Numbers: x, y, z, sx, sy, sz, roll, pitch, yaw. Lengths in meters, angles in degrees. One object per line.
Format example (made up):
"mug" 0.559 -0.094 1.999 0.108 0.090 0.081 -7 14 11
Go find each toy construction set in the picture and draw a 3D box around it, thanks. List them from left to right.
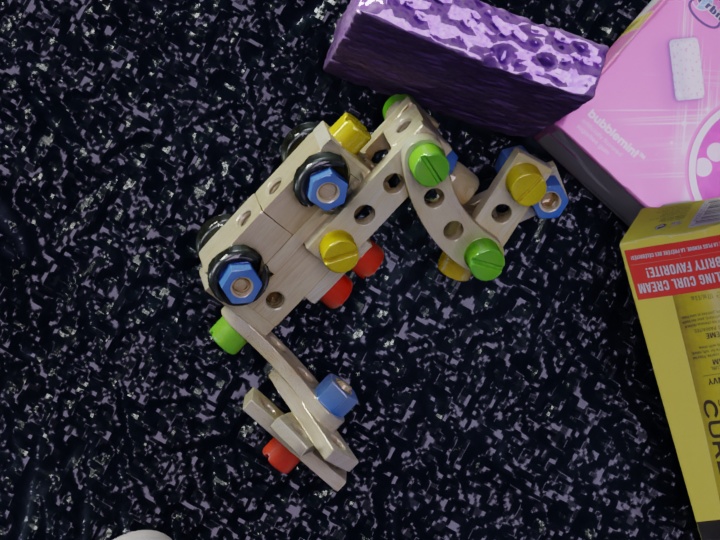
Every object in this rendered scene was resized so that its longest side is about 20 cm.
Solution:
"toy construction set" 0.000 0.000 1.410 0.131 0.092 0.200 37 89 -27

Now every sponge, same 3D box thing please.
"sponge" 0.045 -0.099 1.362 0.111 0.200 0.030 19 85 -4

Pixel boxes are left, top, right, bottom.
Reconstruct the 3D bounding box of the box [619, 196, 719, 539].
"box" 0.187 0.064 1.398 0.075 0.050 0.201 -8 109 24

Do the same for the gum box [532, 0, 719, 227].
"gum box" 0.198 -0.044 1.443 0.200 0.066 0.114 42 83 -2

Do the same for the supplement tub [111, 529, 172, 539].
"supplement tub" -0.083 0.233 1.323 0.145 0.145 0.200 -40 80 -8
